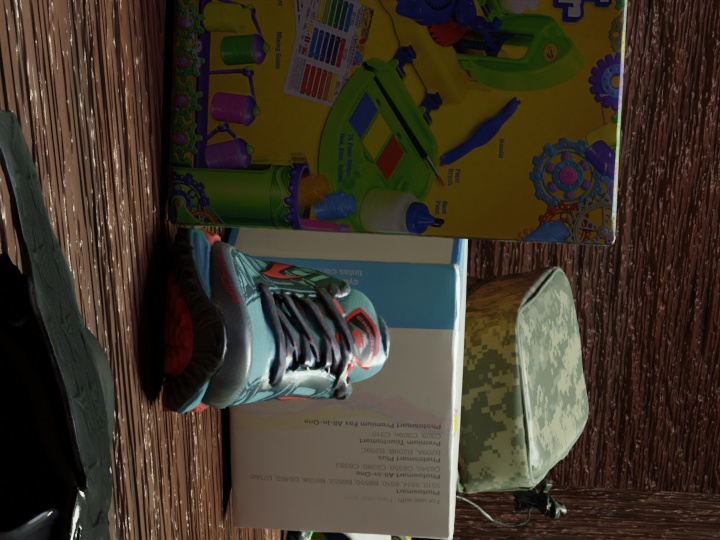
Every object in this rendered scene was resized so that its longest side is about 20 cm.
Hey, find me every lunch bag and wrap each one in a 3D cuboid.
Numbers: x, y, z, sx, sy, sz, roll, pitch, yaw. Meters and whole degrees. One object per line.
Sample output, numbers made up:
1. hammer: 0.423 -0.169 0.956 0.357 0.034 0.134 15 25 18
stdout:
1. lunch bag: 0.061 0.078 1.635 0.200 0.168 0.139 -39 120 -68

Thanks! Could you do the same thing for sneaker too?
1. sneaker: -0.087 0.068 0.529 0.104 0.060 0.200 77 11 -82
2. sneaker: -0.035 0.021 1.006 0.200 0.095 0.079 -33 126 -86

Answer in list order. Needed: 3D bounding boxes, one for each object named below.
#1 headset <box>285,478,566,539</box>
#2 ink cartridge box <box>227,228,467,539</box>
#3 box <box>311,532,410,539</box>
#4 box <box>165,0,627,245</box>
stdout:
1. headset: 0.046 0.195 1.639 0.094 0.200 0.124 7 -68 65
2. ink cartridge box: -0.006 0.052 1.262 0.129 0.125 0.200 -80 172 -62
3. box: 0.001 0.152 1.777 0.070 0.064 0.200 52 19 -17
4. box: 0.020 -0.119 0.998 0.122 0.193 0.200 -59 152 -83
